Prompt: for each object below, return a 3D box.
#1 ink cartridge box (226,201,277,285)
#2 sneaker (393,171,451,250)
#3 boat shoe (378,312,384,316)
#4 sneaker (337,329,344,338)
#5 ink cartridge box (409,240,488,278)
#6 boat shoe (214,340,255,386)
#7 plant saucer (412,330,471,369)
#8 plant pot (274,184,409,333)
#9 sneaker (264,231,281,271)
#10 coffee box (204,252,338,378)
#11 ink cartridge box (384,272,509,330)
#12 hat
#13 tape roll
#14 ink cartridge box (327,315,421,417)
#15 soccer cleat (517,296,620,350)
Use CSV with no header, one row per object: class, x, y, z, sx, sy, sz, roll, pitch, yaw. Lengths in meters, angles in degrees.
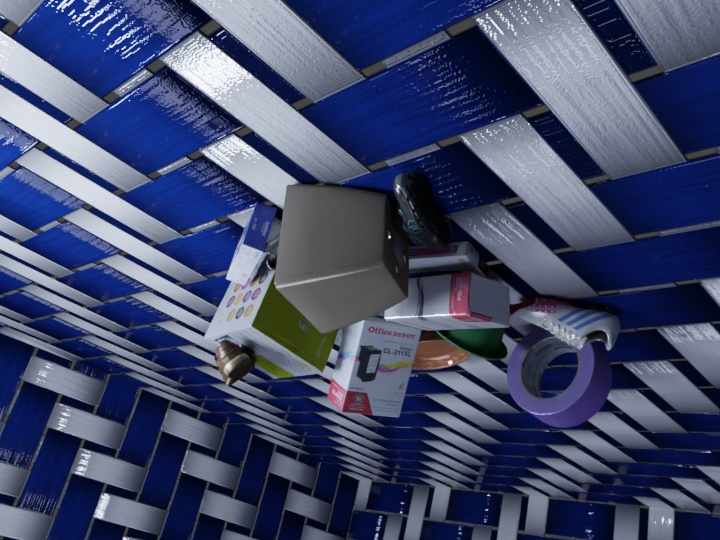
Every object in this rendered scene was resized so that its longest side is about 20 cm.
ink cartridge box,-0.215,-0.049,1.368,0.044,0.095,0.200,20,156,-12
sneaker,0.085,-0.090,1.135,0.079,0.076,0.200,4,153,28
boat shoe,0.054,0.055,1.458,0.199,0.071,0.072,10,-158,-50
sneaker,-0.021,0.128,1.610,0.079,0.071,0.200,9,173,10
ink cartridge box,0.133,-0.012,1.321,0.198,0.037,0.095,-6,149,33
boat shoe,-0.266,0.189,1.455,0.068,0.072,0.200,53,163,10
plant saucer,0.170,0.190,1.679,0.198,0.038,0.201,-3,152,-1
plant pot,-0.017,-0.029,1.201,0.175,0.202,0.200,-8,149,20
sneaker,-0.136,-0.031,1.333,0.090,0.067,0.200,-33,166,-2
coffee box,-0.172,0.095,1.497,0.199,0.201,0.197,37,148,-28
ink cartridge box,0.165,0.063,1.332,0.199,0.086,0.145,-9,162,41
hat,0.264,0.070,1.430,0.199,0.178,0.165,30,-157,24
tape roll,0.411,0.216,1.448,0.199,0.202,0.085,-10,147,43
ink cartridge box,0.029,0.195,1.473,0.144,0.202,0.083,10,-172,-25
soccer cleat,0.401,0.106,1.358,0.198,0.087,0.070,6,155,19
